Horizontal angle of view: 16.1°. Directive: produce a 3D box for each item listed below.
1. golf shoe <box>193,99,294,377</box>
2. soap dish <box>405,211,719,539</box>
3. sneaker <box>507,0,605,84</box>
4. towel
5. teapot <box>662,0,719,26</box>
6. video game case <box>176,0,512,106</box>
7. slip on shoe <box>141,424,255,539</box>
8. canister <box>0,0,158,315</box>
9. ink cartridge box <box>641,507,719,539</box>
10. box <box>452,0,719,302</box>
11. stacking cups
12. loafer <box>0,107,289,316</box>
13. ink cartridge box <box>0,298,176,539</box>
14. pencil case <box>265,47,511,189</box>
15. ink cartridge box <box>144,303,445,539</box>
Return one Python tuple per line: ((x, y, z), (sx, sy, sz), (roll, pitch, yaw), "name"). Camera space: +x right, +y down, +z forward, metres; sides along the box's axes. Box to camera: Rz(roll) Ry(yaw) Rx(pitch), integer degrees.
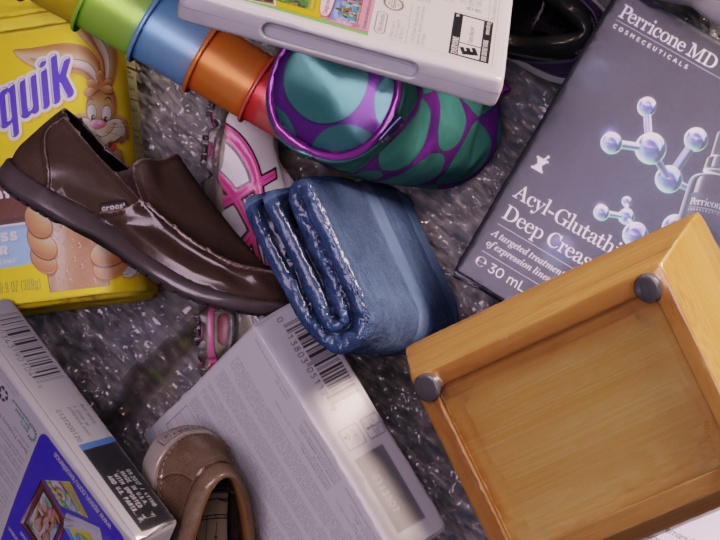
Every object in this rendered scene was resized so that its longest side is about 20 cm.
((-0.059, -0.031, 1.612), (0.092, 0.073, 0.201), (0, 92, -3), "golf shoe")
((0.135, 0.079, 1.443), (0.199, 0.081, 0.158), (-26, 90, 24), "soap dish")
((0.059, -0.176, 1.578), (0.199, 0.088, 0.076), (17, 90, 14), "sneaker")
((0.000, 0.000, 1.522), (0.048, 0.200, 0.112), (-27, 81, 15), "towel")
((0.233, -0.248, 1.514), (0.145, 0.198, 0.201), (6, 126, -21), "teapot")
((-0.002, -0.169, 1.460), (0.181, 0.200, 0.022), (16, 122, -3), "video game case")
((-0.094, 0.194, 1.563), (0.061, 0.076, 0.201), (29, 124, 50), "slip on shoe")
((-0.208, -0.075, 1.637), (0.148, 0.087, 0.201), (-7, 86, 13), "canister")
((0.202, 0.199, 1.521), (0.144, 0.084, 0.201), (25, 93, 14), "ink cartridge box")
((0.175, -0.043, 1.532), (0.148, 0.107, 0.201), (31, 93, 14), "box")
((-0.110, -0.145, 1.558), (0.199, 0.061, 0.061), (28, 93, 3), "stacking cups")
((-0.123, -0.036, 1.542), (0.199, 0.073, 0.071), (29, 94, 7), "loafer")
((-0.208, 0.157, 1.596), (0.198, 0.043, 0.200), (49, 133, 27), "ink cartridge box")
((0.020, -0.098, 1.525), (0.092, 0.200, 0.085), (-44, 74, 13), "pencil case")
((-0.044, 0.125, 1.558), (0.057, 0.200, 0.163), (-28, 82, -28), "ink cartridge box")
